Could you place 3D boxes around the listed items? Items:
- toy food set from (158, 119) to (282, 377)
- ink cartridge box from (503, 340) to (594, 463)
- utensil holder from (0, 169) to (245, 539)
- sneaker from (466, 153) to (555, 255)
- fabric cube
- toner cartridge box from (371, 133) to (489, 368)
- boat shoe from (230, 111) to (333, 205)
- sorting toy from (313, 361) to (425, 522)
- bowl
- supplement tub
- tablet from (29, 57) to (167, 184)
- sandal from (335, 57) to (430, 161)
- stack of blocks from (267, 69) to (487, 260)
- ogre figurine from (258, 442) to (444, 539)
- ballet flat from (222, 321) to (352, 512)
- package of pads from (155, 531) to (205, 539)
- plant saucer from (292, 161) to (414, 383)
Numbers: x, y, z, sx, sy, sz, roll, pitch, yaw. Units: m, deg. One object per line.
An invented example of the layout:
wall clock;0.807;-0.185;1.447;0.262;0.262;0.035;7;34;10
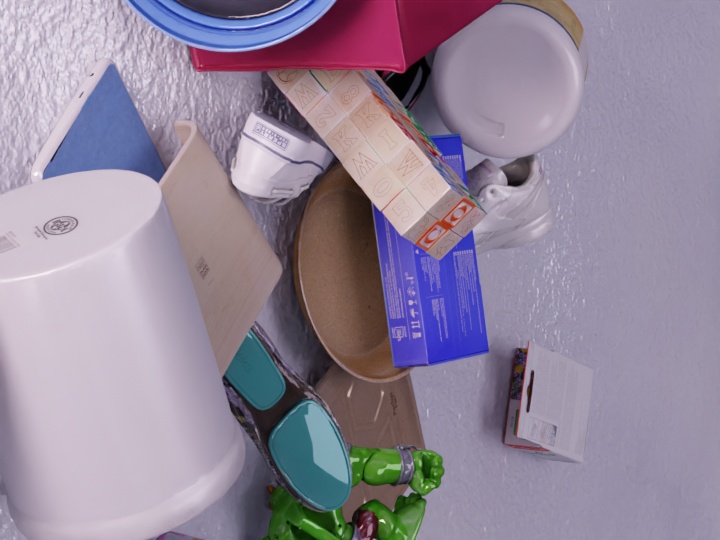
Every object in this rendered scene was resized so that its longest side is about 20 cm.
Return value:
toy food set;-0.142;0.001;1.490;0.144;0.060;0.201;60;39;-30
ink cartridge box;0.197;0.145;2.183;0.200;0.050;0.110;25;71;-60
utensil holder;-0.180;0.056;1.320;0.170;0.168;0.202;-48;132;-50
sneaker;0.094;-0.052;1.877;0.199;0.075;0.100;-27;128;-24
fabric cube;-0.018;-0.279;1.563;0.199;0.198;0.198;-40;128;-54
toner cartridge box;0.060;-0.018;1.777;0.095;0.043;0.202;-8;91;-51
boat shoe;-0.072;-0.087;1.600;0.066;0.073;0.200;-61;171;4
sorting toy;-0.011;0.164;1.805;0.200;0.036;0.187;-45;132;-46
bowl;-0.095;-0.260;1.430;0.039;0.198;0.203;-78;161;-68
supplement tub;0.148;-0.199;1.912;0.200;0.143;0.146;-63;149;-71
tablet;-0.179;-0.043;1.476;0.131;0.014;0.201;-65;146;-37
sandal;0.031;-0.170;1.833;0.201;0.045;0.075;-63;144;-39
stack of blocks;0.020;-0.104;1.665;0.059;0.200;0.115;-43;154;10
ogre figurine;-0.021;0.223;1.686;0.120;0.200;0.098;35;17;-27
ballet flat;-0.072;0.108;1.611;0.201;0.072;0.072;58;41;-23
package of pads;-0.127;0.313;1.545;0.121;0.075;0.201;-59;142;-40
plant saucer;0.000;0.000;1.764;0.199;0.035;0.203;9;78;-48
